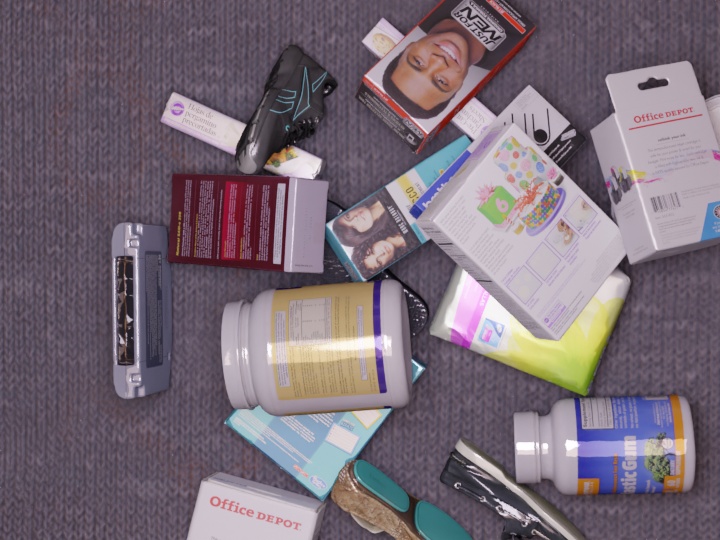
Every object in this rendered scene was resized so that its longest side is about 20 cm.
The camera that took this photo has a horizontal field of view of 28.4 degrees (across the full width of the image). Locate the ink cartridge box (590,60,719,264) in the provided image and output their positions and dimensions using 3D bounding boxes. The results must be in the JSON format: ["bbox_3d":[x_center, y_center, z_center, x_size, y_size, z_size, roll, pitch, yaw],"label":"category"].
[{"bbox_3d":[0.330,-0.119,1.566,0.115,0.068,0.201,-12,81,-18],"label":"ink cartridge box"}]

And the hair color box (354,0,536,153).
[{"bbox_3d":[0.098,-0.240,1.636,0.101,0.061,0.200,42,69,3],"label":"hair color box"}]

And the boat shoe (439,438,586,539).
[{"bbox_3d":[0.177,0.282,1.664,0.199,0.075,0.066,38,96,5],"label":"boat shoe"}]

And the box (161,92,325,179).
[{"bbox_3d":[-0.139,-0.154,1.700,0.199,0.041,0.039,25,91,6],"label":"box"}]

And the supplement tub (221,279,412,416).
[{"bbox_3d":[-0.046,0.089,1.601,0.199,0.145,0.146,-4,90,6],"label":"supplement tub"}]

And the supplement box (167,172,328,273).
[{"bbox_3d":[-0.133,-0.056,1.650,0.200,0.061,0.109,6,92,38],"label":"supplement box"}]

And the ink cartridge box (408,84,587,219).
[{"bbox_3d":[0.157,-0.108,1.623,0.094,0.044,0.200,44,77,3],"label":"ink cartridge box"}]

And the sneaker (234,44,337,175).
[{"bbox_3d":[-0.083,-0.181,1.648,0.079,0.075,0.200,30,51,-10],"label":"sneaker"}]

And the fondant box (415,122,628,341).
[{"bbox_3d":[0.181,-0.041,1.565,0.200,0.058,0.144,43,78,-15],"label":"fondant box"}]

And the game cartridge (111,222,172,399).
[{"bbox_3d":[-0.255,0.045,1.674,0.041,0.133,0.201,-1,90,5],"label":"game cartridge"}]

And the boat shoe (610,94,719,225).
[{"bbox_3d":[0.371,-0.123,1.645,0.074,0.065,0.200,40,94,5],"label":"boat shoe"}]

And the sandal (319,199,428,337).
[{"bbox_3d":[0.000,0.001,1.700,0.076,0.043,0.200,-39,94,12],"label":"sandal"}]

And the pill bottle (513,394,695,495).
[{"bbox_3d":[0.276,0.201,1.634,0.199,0.112,0.113,-3,90,6],"label":"pill bottle"}]

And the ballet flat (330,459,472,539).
[{"bbox_3d":[0.047,0.295,1.678,0.200,0.071,0.065,39,121,-11],"label":"ballet flat"}]

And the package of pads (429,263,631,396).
[{"bbox_3d":[0.200,0.037,1.663,0.199,0.068,0.155,22,94,5],"label":"package of pads"}]

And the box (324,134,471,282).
[{"bbox_3d":[0.058,-0.070,1.656,0.200,0.049,0.082,-34,90,-12],"label":"box"}]

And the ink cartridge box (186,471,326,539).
[{"bbox_3d":[-0.136,0.354,1.689,0.144,0.084,0.201,15,93,6],"label":"ink cartridge box"}]

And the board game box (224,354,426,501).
[{"bbox_3d":[-0.041,0.147,1.697,0.151,0.047,0.200,38,94,4],"label":"board game box"}]

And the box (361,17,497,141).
[{"bbox_3d":[0.088,-0.219,1.686,0.200,0.039,0.041,42,94,4],"label":"box"}]
